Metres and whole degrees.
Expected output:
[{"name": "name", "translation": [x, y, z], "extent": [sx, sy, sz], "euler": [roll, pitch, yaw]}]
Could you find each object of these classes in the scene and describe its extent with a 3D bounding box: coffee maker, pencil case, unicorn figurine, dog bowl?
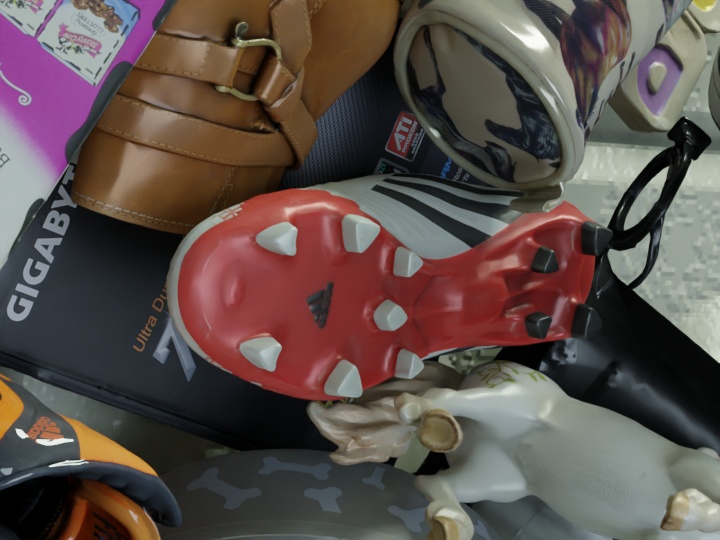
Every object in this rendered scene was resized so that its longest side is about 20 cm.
[{"name": "coffee maker", "translation": [0.140, 0.087, 1.024], "extent": [0.200, 0.135, 0.192], "euler": [34, 121, -4]}, {"name": "pencil case", "translation": [0.088, -0.111, 0.943], "extent": [0.089, 0.078, 0.200], "euler": [46, 58, -12]}, {"name": "unicorn figurine", "translation": [0.089, 0.080, 0.921], "extent": [0.074, 0.200, 0.137], "euler": [-54, 169, 16]}, {"name": "dog bowl", "translation": [-0.024, 0.145, 0.972], "extent": [0.199, 0.059, 0.201], "euler": [1, 130, 1]}]

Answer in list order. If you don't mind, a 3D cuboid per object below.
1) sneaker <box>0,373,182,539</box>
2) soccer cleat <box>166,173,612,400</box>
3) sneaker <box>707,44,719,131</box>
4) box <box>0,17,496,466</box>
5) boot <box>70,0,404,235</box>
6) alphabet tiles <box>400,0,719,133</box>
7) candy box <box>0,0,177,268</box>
[{"name": "sneaker", "translation": [-0.111, 0.079, 0.854], "extent": [0.078, 0.112, 0.200], "euler": [-54, 167, -8]}, {"name": "soccer cleat", "translation": [0.000, 0.000, 0.913], "extent": [0.199, 0.085, 0.069], "euler": [-6, 107, -46]}, {"name": "sneaker", "translation": [0.175, -0.092, 0.968], "extent": [0.077, 0.203, 0.147], "euler": [8, 121, -2]}, {"name": "box", "translation": [-0.036, -0.040, 0.968], "extent": [0.198, 0.050, 0.201], "euler": [24, 90, -41]}, {"name": "boot", "translation": [-0.058, -0.092, 0.846], "extent": [0.200, 0.074, 0.155], "euler": [23, 96, -47]}, {"name": "alphabet tiles", "translation": [0.077, -0.148, 0.996], "extent": [0.200, 0.015, 0.196], "euler": [47, 61, -33]}, {"name": "candy box", "translation": [-0.150, -0.049, 0.730], "extent": [0.136, 0.061, 0.200], "euler": [39, 72, -21]}]
